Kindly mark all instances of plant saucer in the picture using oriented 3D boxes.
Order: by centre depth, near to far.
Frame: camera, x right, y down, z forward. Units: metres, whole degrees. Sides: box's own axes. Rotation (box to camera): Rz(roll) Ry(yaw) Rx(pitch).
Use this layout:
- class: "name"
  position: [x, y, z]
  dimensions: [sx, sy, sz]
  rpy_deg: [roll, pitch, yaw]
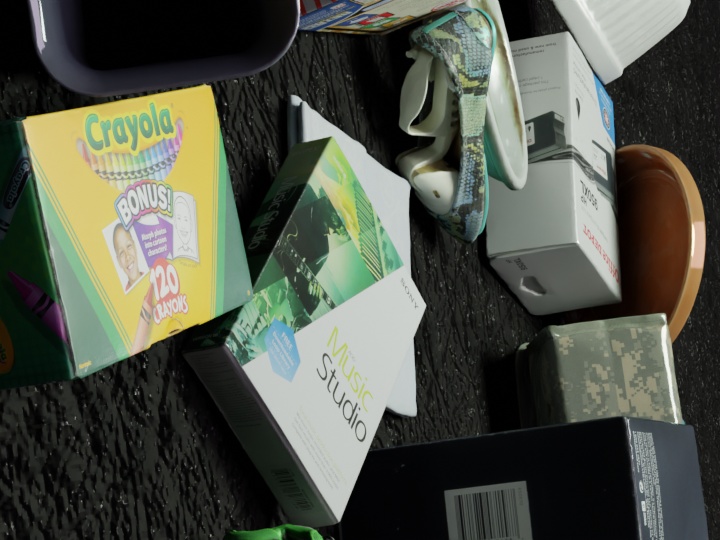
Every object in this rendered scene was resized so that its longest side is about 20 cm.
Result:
- class: "plant saucer"
  position: [0.086, -0.157, 1.493]
  dimensions: [0.200, 0.050, 0.200]
  rpy_deg: [-12, 90, -77]
- class: "plant saucer"
  position: [0.242, -0.010, 1.675]
  dimensions: [0.032, 0.200, 0.201]
  rpy_deg: [8, 70, -26]

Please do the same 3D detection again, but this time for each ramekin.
- class: "ramekin"
  position: [0.208, -0.276, 1.691]
  dimensions: [0.200, 0.105, 0.200]
  rpy_deg: [56, 9, -13]

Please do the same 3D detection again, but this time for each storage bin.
- class: "storage bin"
  position: [-0.115, -0.181, 0.944]
  dimensions: [0.134, 0.145, 0.200]
  rpy_deg: [163, -82, -85]

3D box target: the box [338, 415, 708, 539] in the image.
- class: "box"
  position: [0.110, 0.161, 1.250]
  dimensions: [0.182, 0.200, 0.104]
  rpy_deg: [18, 65, -66]

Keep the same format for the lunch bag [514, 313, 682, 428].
- class: "lunch bag"
  position: [0.195, 0.130, 1.573]
  dimensions: [0.200, 0.117, 0.164]
  rpy_deg: [111, -28, -79]

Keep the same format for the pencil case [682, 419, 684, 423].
- class: "pencil case"
  position: [0.253, 0.223, 1.732]
  dimensions: [0.092, 0.085, 0.200]
  rpy_deg: [79, 15, -53]

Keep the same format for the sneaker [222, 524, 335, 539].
- class: "sneaker"
  position: [-0.017, 0.190, 1.090]
  dimensions: [0.200, 0.078, 0.085]
  rpy_deg: [32, 52, -62]

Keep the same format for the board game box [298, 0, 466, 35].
- class: "board game box"
  position: [0.037, -0.205, 1.274]
  dimensions: [0.200, 0.151, 0.046]
  rpy_deg: [-13, 84, -69]

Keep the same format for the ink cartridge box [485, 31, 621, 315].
- class: "ink cartridge box"
  position: [0.165, -0.080, 1.632]
  dimensions: [0.145, 0.084, 0.200]
  rpy_deg: [43, 43, -59]

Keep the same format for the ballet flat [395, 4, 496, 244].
- class: "ballet flat"
  position: [0.056, -0.100, 1.393]
  dimensions: [0.074, 0.074, 0.200]
  rpy_deg: [-65, 159, -54]

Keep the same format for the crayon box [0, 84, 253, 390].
- class: "crayon box"
  position: [-0.127, -0.022, 0.926]
  dimensions: [0.200, 0.058, 0.119]
  rpy_deg: [-26, 106, -67]

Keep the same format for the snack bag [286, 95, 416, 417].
- class: "snack bag"
  position: [0.000, 0.000, 1.280]
  dimensions: [0.200, 0.021, 0.189]
  rpy_deg: [34, 51, -62]

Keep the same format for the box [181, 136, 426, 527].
- class: "box"
  position: [-0.027, 0.034, 1.144]
  dimensions: [0.144, 0.036, 0.200]
  rpy_deg: [60, 33, -30]
